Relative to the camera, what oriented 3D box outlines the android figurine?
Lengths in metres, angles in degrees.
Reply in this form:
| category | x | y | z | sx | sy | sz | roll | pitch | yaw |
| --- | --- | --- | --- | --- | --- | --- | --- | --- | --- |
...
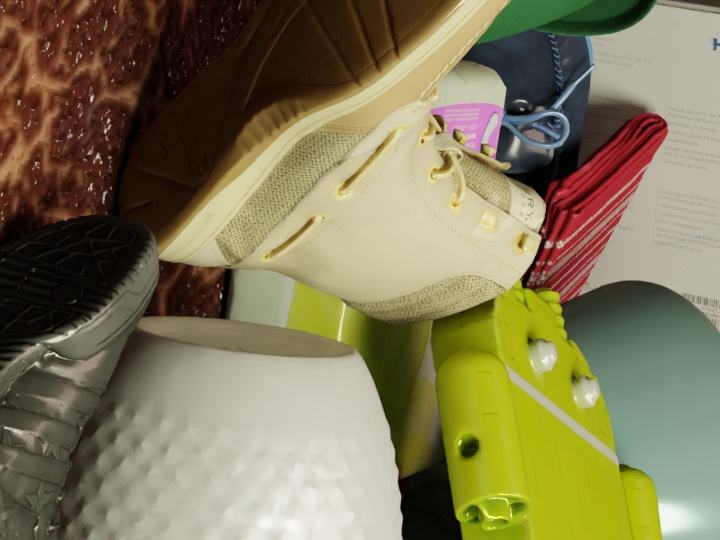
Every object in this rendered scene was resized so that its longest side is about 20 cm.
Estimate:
| category | x | y | z | sx | sy | sz | roll | pitch | yaw |
| --- | --- | --- | --- | --- | --- | --- | --- | --- | --- |
| android figurine | 0.079 | 0.089 | 1.024 | 0.182 | 0.041 | 0.201 | 40 | 38 | -52 |

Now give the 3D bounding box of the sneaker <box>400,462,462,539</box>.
| category | x | y | z | sx | sy | sz | roll | pitch | yaw |
| --- | --- | --- | --- | --- | --- | --- | --- | --- | --- |
| sneaker | 0.021 | 0.149 | 1.125 | 0.082 | 0.073 | 0.200 | -50 | -175 | -30 |

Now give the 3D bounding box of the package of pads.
| category | x | y | z | sx | sy | sz | roll | pitch | yaw |
| --- | --- | --- | --- | --- | --- | --- | --- | --- | --- |
| package of pads | 0.000 | 0.000 | 1.113 | 0.154 | 0.068 | 0.201 | -10 | 110 | -66 |

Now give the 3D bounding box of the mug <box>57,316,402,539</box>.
| category | x | y | z | sx | sy | sz | roll | pitch | yaw |
| --- | --- | --- | --- | --- | --- | --- | --- | --- | --- |
| mug | -0.059 | 0.108 | 0.949 | 0.200 | 0.147 | 0.177 | -138 | -125 | -79 |

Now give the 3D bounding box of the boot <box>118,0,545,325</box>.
| category | x | y | z | sx | sy | sz | roll | pitch | yaw |
| --- | --- | --- | --- | --- | --- | --- | --- | --- | --- |
| boot | 0.023 | -0.054 | 0.943 | 0.155 | 0.200 | 0.073 | 20 | 40 | -40 |

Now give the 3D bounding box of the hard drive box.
| category | x | y | z | sx | sy | sz | roll | pitch | yaw |
| --- | --- | --- | --- | --- | --- | --- | --- | --- | --- |
| hard drive box | 0.171 | -0.064 | 1.386 | 0.077 | 0.155 | 0.201 | -37 | 135 | -59 |

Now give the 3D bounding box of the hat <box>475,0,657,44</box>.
| category | x | y | z | sx | sy | sz | roll | pitch | yaw |
| --- | --- | --- | --- | --- | --- | --- | --- | --- | --- |
| hat | -0.003 | -0.099 | 0.982 | 0.176 | 0.199 | 0.166 | -57 | -176 | -22 |

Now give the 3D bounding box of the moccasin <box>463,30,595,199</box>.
| category | x | y | z | sx | sy | sz | roll | pitch | yaw |
| --- | --- | --- | --- | --- | --- | --- | --- | --- | --- |
| moccasin | 0.083 | -0.073 | 1.265 | 0.201 | 0.080 | 0.068 | 76 | 31 | -46 |

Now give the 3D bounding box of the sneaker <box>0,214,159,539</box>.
| category | x | y | z | sx | sy | sz | roll | pitch | yaw |
| --- | --- | --- | --- | --- | --- | --- | --- | --- | --- |
| sneaker | -0.130 | 0.075 | 0.846 | 0.200 | 0.060 | 0.105 | -50 | 144 | -41 |

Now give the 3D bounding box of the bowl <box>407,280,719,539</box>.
| category | x | y | z | sx | sy | sz | roll | pitch | yaw |
| --- | --- | --- | --- | --- | --- | --- | --- | --- | --- |
| bowl | 0.096 | 0.105 | 1.194 | 0.105 | 0.200 | 0.202 | -1 | 104 | -33 |

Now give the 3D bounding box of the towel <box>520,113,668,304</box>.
| category | x | y | z | sx | sy | sz | roll | pitch | yaw |
| --- | --- | --- | --- | --- | --- | --- | --- | --- | --- |
| towel | 0.096 | 0.014 | 1.318 | 0.145 | 0.022 | 0.201 | -38 | 158 | -55 |
